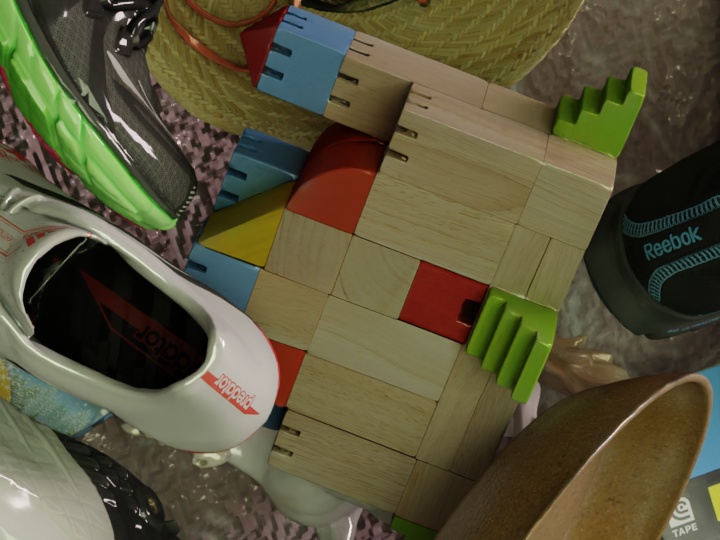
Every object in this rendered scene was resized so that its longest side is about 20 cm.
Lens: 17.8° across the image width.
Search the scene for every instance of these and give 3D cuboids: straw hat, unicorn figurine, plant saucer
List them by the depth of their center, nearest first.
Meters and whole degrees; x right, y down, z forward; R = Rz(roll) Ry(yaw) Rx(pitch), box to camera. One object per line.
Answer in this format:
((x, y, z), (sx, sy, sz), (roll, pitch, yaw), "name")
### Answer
((0.057, 0.114, 0.828), (0.035, 0.200, 0.200), (33, 88, 20), "plant saucer")
((0.004, -0.141, 0.872), (0.201, 0.085, 0.201), (1, 94, 15), "straw hat")
((0.004, 0.070, 0.912), (0.200, 0.137, 0.074), (-25, 145, -34), "unicorn figurine")

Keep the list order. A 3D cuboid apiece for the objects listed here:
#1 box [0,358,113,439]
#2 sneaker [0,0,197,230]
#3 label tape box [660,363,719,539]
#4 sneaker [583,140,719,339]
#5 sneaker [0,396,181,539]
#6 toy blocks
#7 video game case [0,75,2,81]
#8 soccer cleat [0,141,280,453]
((-0.186, -0.004, 0.835), (0.136, 0.038, 0.200), (-32, 90, -10), "box")
((-0.094, -0.110, 0.781), (0.084, 0.077, 0.200), (-20, 92, -7), "sneaker")
((0.192, 0.128, 0.990), (0.143, 0.066, 0.200), (-18, 91, -14), "label tape box")
((0.177, -0.029, 0.832), (0.200, 0.082, 0.073), (-25, 88, -33), "sneaker")
((-0.123, 0.086, 0.773), (0.072, 0.072, 0.200), (-32, 116, 25), "sneaker")
((0.000, 0.000, 0.815), (0.137, 0.100, 0.200), (21, 117, -1), "toy blocks")
((-0.211, -0.152, 0.810), (0.182, 0.023, 0.200), (-13, 89, -11), "video game case")
((-0.116, -0.004, 0.766), (0.200, 0.085, 0.069), (31, 81, 15), "soccer cleat")
